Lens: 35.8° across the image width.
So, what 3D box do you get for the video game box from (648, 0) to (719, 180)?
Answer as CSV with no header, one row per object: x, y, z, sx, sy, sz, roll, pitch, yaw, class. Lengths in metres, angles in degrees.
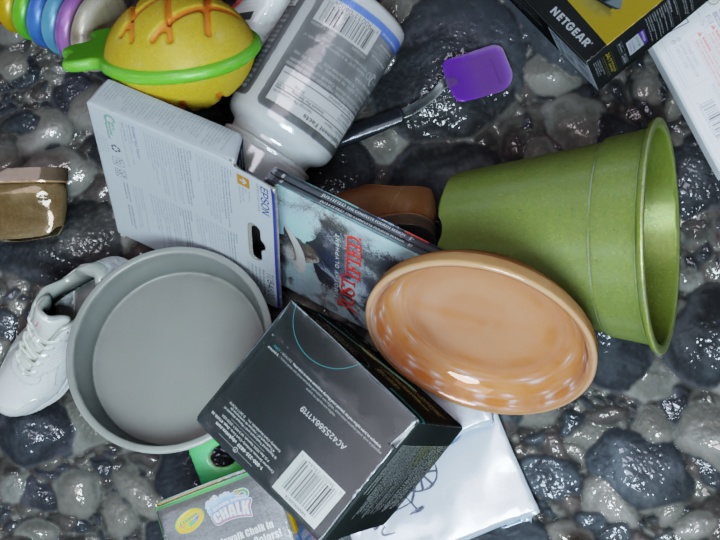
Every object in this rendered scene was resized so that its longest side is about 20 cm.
0.366,-0.214,1.024,0.181,0.047,0.201,-27,79,11,video game box

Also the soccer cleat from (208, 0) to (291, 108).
-0.104,-0.243,1.123,0.199,0.069,0.086,-34,91,6,soccer cleat

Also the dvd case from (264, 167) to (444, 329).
0.000,0.000,1.020,0.199,0.147,0.022,28,55,18,dvd case

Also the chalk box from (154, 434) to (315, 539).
-0.101,0.244,1.034,0.124,0.124,0.202,-20,79,10,chalk box

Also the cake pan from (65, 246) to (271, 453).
-0.176,0.077,1.050,0.198,0.037,0.202,-3,67,7,cake pan

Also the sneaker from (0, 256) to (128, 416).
-0.310,0.061,1.110,0.078,0.099,0.200,39,92,15,sneaker

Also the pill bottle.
-0.054,-0.172,1.070,0.113,0.114,0.201,31,88,14,pill bottle

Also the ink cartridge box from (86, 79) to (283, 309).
-0.151,-0.067,1.048,0.199,0.200,0.041,26,58,14,ink cartridge box

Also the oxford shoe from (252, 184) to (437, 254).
-0.020,-0.048,1.089,0.198,0.072,0.072,-2,53,15,oxford shoe

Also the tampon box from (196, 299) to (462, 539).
-0.019,0.132,0.967,0.150,0.200,0.126,41,92,17,tampon box

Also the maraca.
-0.186,-0.206,1.043,0.198,0.137,0.108,9,122,26,maraca

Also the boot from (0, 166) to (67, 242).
-0.402,-0.066,1.164,0.198,0.074,0.076,-2,93,10,boot

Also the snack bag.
0.048,0.175,1.061,0.187,0.021,0.201,-24,79,8,snack bag

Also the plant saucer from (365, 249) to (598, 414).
0.103,0.049,0.943,0.198,0.201,0.038,13,52,13,plant saucer

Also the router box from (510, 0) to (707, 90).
0.217,-0.287,1.029,0.157,0.052,0.200,-39,57,5,router box

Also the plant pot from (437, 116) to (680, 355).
0.173,-0.027,0.987,0.188,0.200,0.202,-1,83,24,plant pot

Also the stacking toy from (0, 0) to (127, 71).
-0.345,-0.276,1.170,0.199,0.085,0.086,21,88,17,stacking toy

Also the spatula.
0.053,-0.163,1.096,0.199,0.021,0.057,-25,60,12,spatula
